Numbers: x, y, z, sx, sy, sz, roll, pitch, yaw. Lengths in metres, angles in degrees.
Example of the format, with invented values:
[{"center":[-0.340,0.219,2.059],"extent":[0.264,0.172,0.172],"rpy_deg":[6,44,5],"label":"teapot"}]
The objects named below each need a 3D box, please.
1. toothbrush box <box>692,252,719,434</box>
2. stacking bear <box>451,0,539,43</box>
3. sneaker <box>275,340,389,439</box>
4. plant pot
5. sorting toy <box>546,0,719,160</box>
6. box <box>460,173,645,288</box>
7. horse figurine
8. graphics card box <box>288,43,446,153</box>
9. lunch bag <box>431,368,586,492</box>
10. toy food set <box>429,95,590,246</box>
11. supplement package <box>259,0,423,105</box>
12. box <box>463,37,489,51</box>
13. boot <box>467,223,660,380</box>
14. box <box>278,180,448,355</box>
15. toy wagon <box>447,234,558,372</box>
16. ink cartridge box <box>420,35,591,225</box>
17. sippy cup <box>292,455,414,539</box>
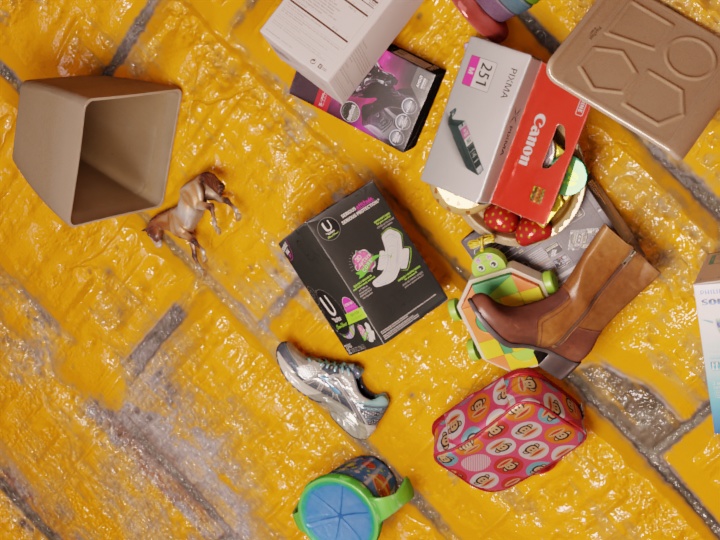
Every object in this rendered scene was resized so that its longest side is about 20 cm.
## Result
[{"center":[0.485,0.087,1.417],"extent":[0.085,0.146,0.200],"rpy_deg":[-5,105,25],"label":"toothbrush box"},{"center":[0.212,-0.396,1.414],"extent":[0.200,0.114,0.122],"rpy_deg":[-36,90,25],"label":"stacking bear"},{"center":[-0.040,0.166,1.734],"extent":[0.200,0.078,0.086],"rpy_deg":[39,106,1],"label":"sneaker"},{"center":[-0.420,-0.206,1.720],"extent":[0.177,0.200,0.200],"rpy_deg":[27,116,26],"label":"plant pot"},{"center":[0.352,-0.248,1.375],"extent":[0.200,0.185,0.036],"rpy_deg":[36,158,8],"label":"sorting toy"},{"center":[0.262,-0.031,1.536],"extent":[0.200,0.048,0.158],"rpy_deg":[-35,91,29],"label":"box"},{"center":[-0.258,-0.086,1.748],"extent":[0.133,0.050,0.200],"rpy_deg":[51,129,22],"label":"horse figurine"},{"center":[0.007,-0.266,1.577],"extent":[0.200,0.051,0.126],"rpy_deg":[30,115,12],"label":"graphics card box"},{"center":[0.220,0.238,1.599],"extent":[0.176,0.082,0.200],"rpy_deg":[34,124,-30],"label":"lunch bag"},{"center":[0.202,-0.129,1.480],"extent":[0.200,0.049,0.198],"rpy_deg":[42,117,12],"label":"toy food set"},{"center":[-0.017,-0.344,1.480],"extent":[0.120,0.121,0.200],"rpy_deg":[38,90,11],"label":"supplement package"},{"center":[0.181,-0.215,1.519],"extent":[0.039,0.041,0.200],"rpy_deg":[-6,103,25],"label":"box"},{"center":[0.261,0.025,1.445],"extent":[0.188,0.068,0.200],"rpy_deg":[34,106,-13],"label":"boot"},{"center":[0.000,0.000,1.591],"extent":[0.200,0.124,0.149],"rpy_deg":[58,157,-2],"label":"box"},{"center":[0.197,0.046,1.527],"extent":[0.155,0.040,0.200],"rpy_deg":[-18,112,24],"label":"toy wagon"},{"center":[0.187,-0.178,1.426],"extent":[0.173,0.044,0.200],"rpy_deg":[25,102,30],"label":"ink cartridge box"},{"center":[-0.010,0.356,1.737],"extent":[0.178,0.130,0.140],"rpy_deg":[20,113,17],"label":"sippy cup"}]
